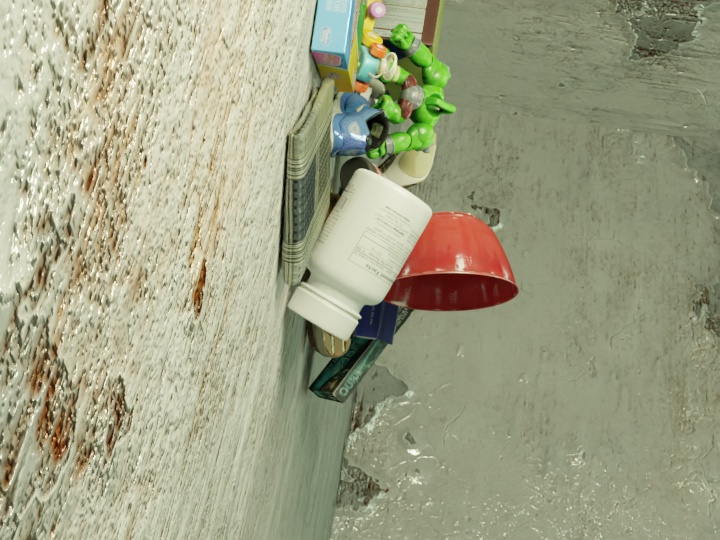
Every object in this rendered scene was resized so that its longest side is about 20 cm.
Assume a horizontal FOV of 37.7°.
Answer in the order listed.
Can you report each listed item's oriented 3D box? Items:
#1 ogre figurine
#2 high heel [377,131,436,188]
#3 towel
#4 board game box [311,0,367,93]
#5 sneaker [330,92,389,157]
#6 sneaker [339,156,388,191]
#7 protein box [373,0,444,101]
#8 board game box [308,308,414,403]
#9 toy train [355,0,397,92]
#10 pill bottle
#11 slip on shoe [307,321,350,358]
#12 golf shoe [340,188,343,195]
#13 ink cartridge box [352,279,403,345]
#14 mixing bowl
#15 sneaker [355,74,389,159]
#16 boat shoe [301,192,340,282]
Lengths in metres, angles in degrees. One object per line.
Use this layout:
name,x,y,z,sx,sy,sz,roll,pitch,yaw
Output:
ogre figurine,0.075,-0.259,1.610,0.098,0.120,0.200,-20,-119,52
high heel,0.038,-0.161,1.776,0.200,0.071,0.142,-52,-152,-20
towel,-0.065,-0.110,1.246,0.200,0.034,0.193,-72,167,-60
board game box,-0.022,-0.317,1.300,0.200,0.040,0.153,46,52,-86
sneaker,-0.003,-0.202,1.501,0.200,0.089,0.079,-74,173,-64
sneaker,0.026,-0.052,1.463,0.108,0.067,0.202,31,47,-60
protein box,0.066,-0.418,1.763,0.199,0.135,0.200,87,12,-71
board game box,0.001,0.131,1.759,0.200,0.028,0.135,-52,-166,-14
toy train,0.013,-0.345,1.424,0.150,0.056,0.200,-22,-123,61
pill bottle,-0.005,-0.018,1.339,0.200,0.114,0.114,-59,176,-2
slip on shoe,-0.048,0.032,1.617,0.061,0.076,0.200,11,-76,54
golf shoe,0.055,-0.112,1.907,0.078,0.200,0.095,-51,-155,27
ink cartridge box,0.000,0.000,1.648,0.200,0.047,0.198,17,-81,62
mixing bowl,0.124,-0.017,1.508,0.200,0.200,0.109,88,2,-72
sneaker,0.012,-0.253,1.706,0.199,0.079,0.130,-11,118,-76
boat shoe,-0.037,-0.041,1.501,0.200,0.068,0.072,-79,175,-50
